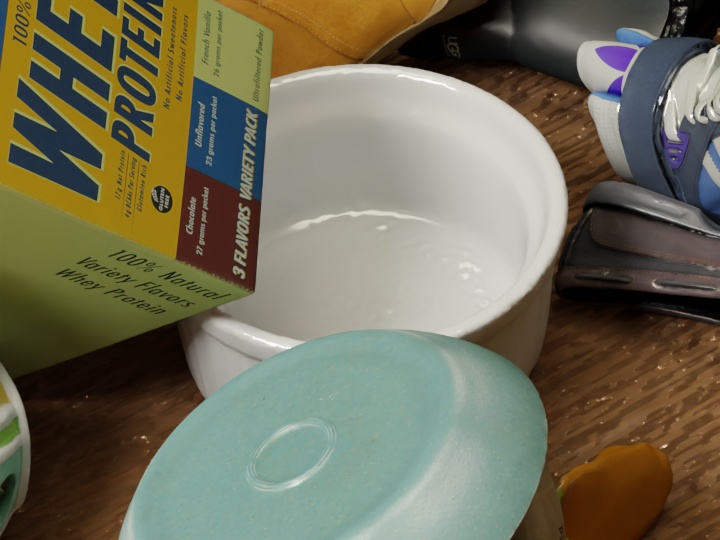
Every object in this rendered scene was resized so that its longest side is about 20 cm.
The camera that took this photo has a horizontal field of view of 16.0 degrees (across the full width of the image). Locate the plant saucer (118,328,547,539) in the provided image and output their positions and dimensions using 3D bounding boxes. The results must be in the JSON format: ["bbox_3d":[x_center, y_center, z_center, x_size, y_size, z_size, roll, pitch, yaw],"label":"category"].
[{"bbox_3d":[-0.021,0.086,1.049,0.200,0.036,0.200,-21,33,15],"label":"plant saucer"}]

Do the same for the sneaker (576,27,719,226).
[{"bbox_3d":[0.167,-0.085,1.248,0.146,0.200,0.081,25,69,16],"label":"sneaker"}]

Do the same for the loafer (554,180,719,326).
[{"bbox_3d":[0.187,0.017,1.246,0.200,0.072,0.063,21,70,31],"label":"loafer"}]

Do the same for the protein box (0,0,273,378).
[{"bbox_3d":[-0.180,-0.056,1.151,0.200,0.198,0.135,-19,58,41],"label":"protein box"}]

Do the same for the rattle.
[{"bbox_3d":[0.018,0.100,1.166,0.200,0.130,0.143,-8,27,34],"label":"rattle"}]

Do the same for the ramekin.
[{"bbox_3d":[0.000,0.000,1.243,0.200,0.098,0.201,-1,46,2],"label":"ramekin"}]

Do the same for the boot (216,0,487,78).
[{"bbox_3d":[0.000,-0.170,1.360,0.144,0.201,0.071,32,15,19],"label":"boot"}]

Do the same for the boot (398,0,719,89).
[{"bbox_3d":[0.129,-0.177,1.422,0.168,0.076,0.200,14,55,21],"label":"boot"}]

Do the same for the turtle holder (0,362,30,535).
[{"bbox_3d":[-0.221,0.068,1.133,0.132,0.186,0.141,-14,21,-28],"label":"turtle holder"}]
